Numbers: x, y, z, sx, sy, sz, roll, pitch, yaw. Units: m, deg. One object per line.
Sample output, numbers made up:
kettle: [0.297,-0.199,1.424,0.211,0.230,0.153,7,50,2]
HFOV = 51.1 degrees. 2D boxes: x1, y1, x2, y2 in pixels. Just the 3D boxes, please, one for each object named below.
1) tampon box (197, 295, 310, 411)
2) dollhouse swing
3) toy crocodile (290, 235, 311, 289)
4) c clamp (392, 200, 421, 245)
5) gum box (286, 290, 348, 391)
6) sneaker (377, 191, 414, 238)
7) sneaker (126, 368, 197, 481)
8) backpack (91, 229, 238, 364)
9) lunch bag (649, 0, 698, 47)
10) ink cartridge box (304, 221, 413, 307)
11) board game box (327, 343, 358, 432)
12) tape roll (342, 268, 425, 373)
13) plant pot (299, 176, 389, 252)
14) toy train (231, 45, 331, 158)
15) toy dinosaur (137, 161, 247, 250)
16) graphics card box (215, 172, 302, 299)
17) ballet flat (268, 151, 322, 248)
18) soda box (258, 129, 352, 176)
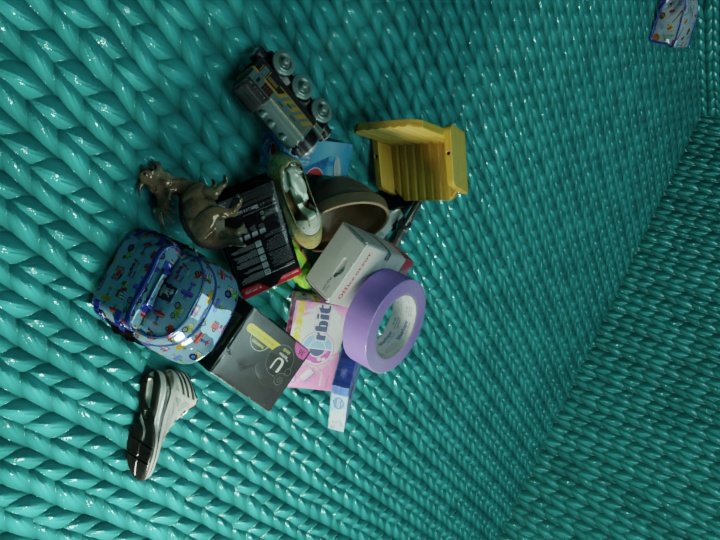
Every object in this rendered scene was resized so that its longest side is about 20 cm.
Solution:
tampon box: [-0.212,0.120,1.293,0.150,0.199,0.127,42,80,-38]
dollhouse swing: [0.097,-0.227,1.581,0.175,0.197,0.186,-22,111,-53]
toy crocodile: [-0.135,-0.025,1.506,0.062,0.067,0.201,-54,144,-21]
c clamp: [0.099,-0.089,1.759,0.172,0.027,0.201,-55,174,-37]
gum box: [-0.102,0.155,1.592,0.111,0.066,0.204,8,103,-14]
sneaker: [0.049,-0.119,1.721,0.199,0.074,0.090,-35,150,-41]
sneaker: [-0.347,0.277,1.358,0.114,0.075,0.205,6,99,-52]
backpack: [-0.301,0.045,1.198,0.185,0.198,0.135,-60,144,-11]
lunch bag: [1.172,-0.941,2.792,0.169,0.123,0.204,-21,131,-46]
ink cartridge box: [0.000,0.000,1.546,0.147,0.085,0.199,-54,150,11]
board game box: [-0.025,0.218,1.656,0.201,0.042,0.203,98,7,-53]
tape roll: [0.051,0.103,1.531,0.199,0.065,0.204,-33,135,-41]
plant pot: [-0.046,-0.124,1.523,0.200,0.199,0.094,17,49,-55]
toy train: [-0.135,-0.291,1.319,0.201,0.084,0.115,49,56,-23]
toy dinosaur: [-0.266,-0.089,1.224,0.134,0.201,0.086,-29,163,-23]
graphics card box: [-0.192,-0.061,1.369,0.124,0.051,0.203,-24,123,-13]
ballet flat: [-0.109,-0.121,1.367,0.071,0.070,0.203,-42,124,-33]
soda box: [-0.103,-0.224,1.455,0.198,0.063,0.069,-5,111,-52]
